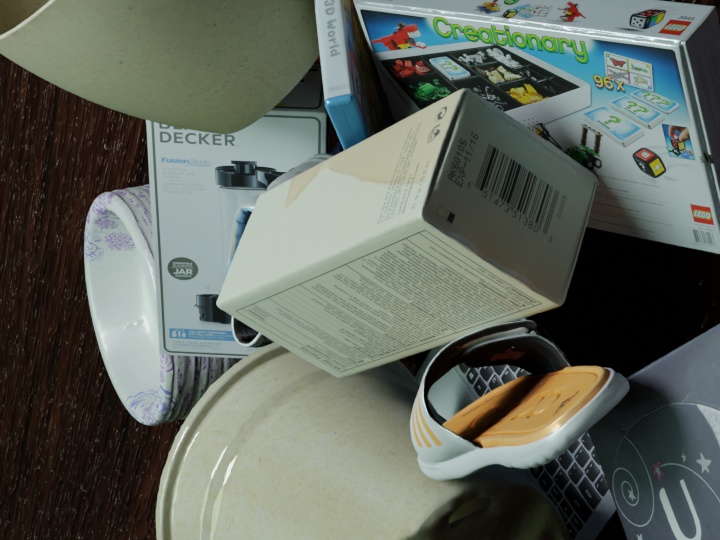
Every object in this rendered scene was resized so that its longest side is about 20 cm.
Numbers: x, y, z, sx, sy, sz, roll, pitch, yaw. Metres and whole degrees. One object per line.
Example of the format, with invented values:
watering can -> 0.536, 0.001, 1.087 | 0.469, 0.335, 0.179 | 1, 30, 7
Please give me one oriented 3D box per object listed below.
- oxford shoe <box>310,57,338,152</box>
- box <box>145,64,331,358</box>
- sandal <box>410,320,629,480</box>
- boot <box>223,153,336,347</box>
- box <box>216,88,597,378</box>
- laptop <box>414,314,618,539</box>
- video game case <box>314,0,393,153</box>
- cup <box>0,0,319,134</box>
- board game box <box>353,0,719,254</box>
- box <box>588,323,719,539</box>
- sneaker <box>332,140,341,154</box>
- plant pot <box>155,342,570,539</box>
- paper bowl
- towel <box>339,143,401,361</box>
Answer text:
oxford shoe -> -0.037, -0.159, 1.177 | 0.073, 0.071, 0.200 | -86, 0, -56
box -> -0.078, -0.037, 1.185 | 0.060, 0.116, 0.200 | -85, -1, -54
sandal -> 0.068, 0.054, 0.873 | 0.059, 0.079, 0.207 | 52, 163, -2
boot -> -0.047, 0.030, 1.117 | 0.074, 0.096, 0.200 | 21, 123, 33
box -> 0.019, -0.013, 0.942 | 0.200, 0.095, 0.078 | -21, 44, 53
laptop -> 0.069, 0.070, 1.062 | 0.187, 0.116, 0.200 | 57, 130, 38
video game case -> -0.004, -0.134, 1.029 | 0.143, 0.018, 0.200 | 65, -164, -57
cup -> -0.099, -0.162, 1.046 | 0.143, 0.200, 0.200 | 42, 167, -24
board game box -> 0.096, -0.081, 0.913 | 0.200, 0.035, 0.126 | 15, 138, 39
box -> 0.204, 0.081, 0.795 | 0.200, 0.115, 0.132 | -44, 62, 62
sneaker -> -0.051, -0.146, 1.257 | 0.075, 0.088, 0.200 | 31, 130, 56
plant pot -> 0.015, 0.154, 1.032 | 0.183, 0.200, 0.201 | 21, 121, 53
paper bowl -> -0.155, 0.024, 1.537 | 0.201, 0.104, 0.201 | 41, 138, 52
towel -> 0.000, 0.000, 1.209 | 0.148, 0.049, 0.200 | -102, 14, -63
